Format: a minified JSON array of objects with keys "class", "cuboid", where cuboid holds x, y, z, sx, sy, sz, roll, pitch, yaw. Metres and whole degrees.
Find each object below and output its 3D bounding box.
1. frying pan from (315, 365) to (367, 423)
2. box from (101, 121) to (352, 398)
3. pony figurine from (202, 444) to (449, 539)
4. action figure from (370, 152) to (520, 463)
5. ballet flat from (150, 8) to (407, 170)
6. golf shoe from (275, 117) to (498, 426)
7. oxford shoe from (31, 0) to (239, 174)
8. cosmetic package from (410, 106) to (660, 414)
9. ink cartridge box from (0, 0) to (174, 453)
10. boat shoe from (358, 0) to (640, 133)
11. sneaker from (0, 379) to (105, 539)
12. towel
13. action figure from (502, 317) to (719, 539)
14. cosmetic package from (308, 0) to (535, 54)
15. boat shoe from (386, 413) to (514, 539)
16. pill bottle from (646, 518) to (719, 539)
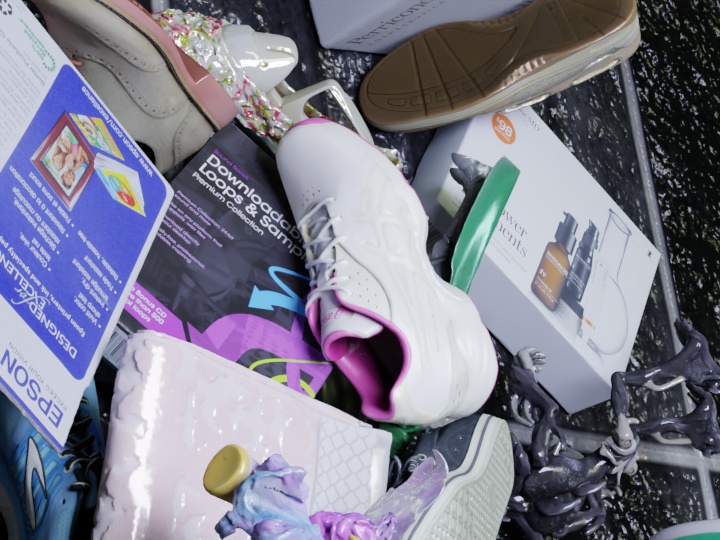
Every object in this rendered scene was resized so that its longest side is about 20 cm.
[{"class":"frying pan","cuboid":[-0.019,0.095,1.108,0.191,0.031,0.115,53,41,-11]},{"class":"box","cuboid":[-0.072,0.012,1.061,0.143,0.036,0.200,41,37,-6]},{"class":"pony figurine","cuboid":[-0.015,0.168,0.853,0.193,0.166,0.200,-47,127,-2]},{"class":"action figure","cuboid":[0.043,0.030,1.154,0.054,0.118,0.202,18,80,6]},{"class":"ballet flat","cuboid":[-0.048,-0.108,1.156,0.200,0.064,0.076,42,21,-27]},{"class":"golf shoe","cuboid":[0.000,0.000,1.055,0.091,0.075,0.201,-17,69,-46]},{"class":"oxford shoe","cuboid":[-0.142,-0.114,1.019,0.071,0.074,0.200,40,-2,40]},{"class":"cosmetic package","cuboid":[0.123,-0.021,1.308,0.200,0.051,0.151,45,42,-20]},{"class":"ink cartridge box","cuboid":[-0.186,-0.043,0.887,0.198,0.047,0.201,54,34,-28]},{"class":"boat shoe","cuboid":[0.097,-0.136,1.258,0.065,0.198,0.073,59,10,-60]},{"class":"sneaker","cuboid":[-0.141,0.106,0.933,0.078,0.090,0.202,3,69,-45]},{"class":"towel","cuboid":[-0.059,0.151,0.920,0.190,0.032,0.202,24,65,-43]},{"class":"action figure","cuboid":[0.145,0.114,1.224,0.199,0.102,0.120,-25,122,-12]},{"class":"cosmetic package","cuboid":[0.073,-0.255,1.284,0.199,0.167,0.168,-1,71,-46]},{"class":"boat shoe","cuboid":[0.043,0.141,1.072,0.200,0.062,0.075,-52,137,-66]},{"class":"pill bottle","cuboid":[0.250,0.279,1.240,0.113,0.113,0.202,23,55,-37]}]
